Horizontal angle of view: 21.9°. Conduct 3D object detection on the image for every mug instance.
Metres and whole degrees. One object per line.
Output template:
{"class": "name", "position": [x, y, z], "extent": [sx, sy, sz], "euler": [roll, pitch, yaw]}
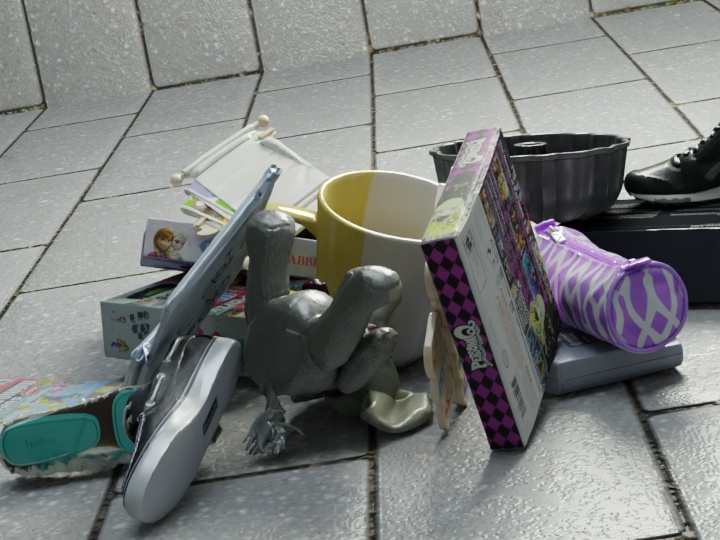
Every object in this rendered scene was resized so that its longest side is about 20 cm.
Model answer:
{"class": "mug", "position": [0.009, 0.000, 1.724], "extent": [0.186, 0.154, 0.149], "euler": [26, 31, 28]}

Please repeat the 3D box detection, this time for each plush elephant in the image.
{"class": "plush elephant", "position": [-0.016, 0.066, 1.587], "extent": [0.164, 0.201, 0.155], "euler": [19, 7, 37]}

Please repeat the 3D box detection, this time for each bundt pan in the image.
{"class": "bundt pan", "position": [0.170, -0.089, 1.845], "extent": [0.201, 0.076, 0.202], "euler": [-4, 11, 1]}

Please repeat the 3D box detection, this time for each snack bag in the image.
{"class": "snack bag", "position": [-0.143, 0.017, 1.624], "extent": [0.189, 0.021, 0.200], "euler": [-54, -4, -32]}

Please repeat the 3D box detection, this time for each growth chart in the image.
{"class": "growth chart", "position": [-0.109, -0.079, 1.843], "extent": [0.144, 0.018, 0.200], "euler": [-32, 42, -13]}

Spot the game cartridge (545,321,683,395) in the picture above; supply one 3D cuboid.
{"class": "game cartridge", "position": [0.194, 0.062, 1.669], "extent": [0.133, 0.041, 0.200], "euler": [-8, 14, -8]}

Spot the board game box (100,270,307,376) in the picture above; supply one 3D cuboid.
{"class": "board game box", "position": [-0.133, 0.050, 1.831], "extent": [0.199, 0.065, 0.147], "euler": [5, 16, 32]}

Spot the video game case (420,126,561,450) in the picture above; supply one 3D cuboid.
{"class": "video game case", "position": [0.110, 0.013, 1.506], "extent": [0.036, 0.200, 0.181], "euler": [-8, 30, 22]}

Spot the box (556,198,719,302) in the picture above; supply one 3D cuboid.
{"class": "box", "position": [0.299, -0.021, 1.826], "extent": [0.199, 0.079, 0.141], "euler": [-1, 12, 29]}

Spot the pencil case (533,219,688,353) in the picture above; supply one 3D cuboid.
{"class": "pencil case", "position": [0.208, 0.011, 1.616], "extent": [0.084, 0.086, 0.200], "euler": [-14, 16, -18]}

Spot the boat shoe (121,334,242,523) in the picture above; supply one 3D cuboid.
{"class": "boat shoe", "position": [-0.160, 0.122, 1.503], "extent": [0.068, 0.072, 0.200], "euler": [11, 44, 13]}

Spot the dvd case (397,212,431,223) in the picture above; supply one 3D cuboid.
{"class": "dvd case", "position": [0.051, -0.033, 1.870], "extent": [0.142, 0.018, 0.200], "euler": [-1, -12, 23]}

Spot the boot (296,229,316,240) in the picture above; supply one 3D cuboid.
{"class": "boot", "position": [-0.042, -0.063, 1.936], "extent": [0.199, 0.073, 0.151], "euler": [3, -6, 13]}

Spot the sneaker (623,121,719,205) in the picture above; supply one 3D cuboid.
{"class": "sneaker", "position": [0.358, -0.117, 1.838], "extent": [0.199, 0.088, 0.076], "euler": [-5, 14, 14]}

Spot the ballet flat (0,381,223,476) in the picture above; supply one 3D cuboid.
{"class": "ballet flat", "position": [-0.213, 0.138, 1.598], "extent": [0.199, 0.072, 0.072], "euler": [-7, 15, 5]}

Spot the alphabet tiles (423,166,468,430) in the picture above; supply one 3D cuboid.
{"class": "alphabet tiles", "position": [0.078, 0.022, 1.550], "extent": [0.015, 0.200, 0.196], "euler": [2, 55, 12]}

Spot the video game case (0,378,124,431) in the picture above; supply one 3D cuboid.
{"class": "video game case", "position": [-0.317, 0.135, 1.759], "extent": [0.199, 0.018, 0.143], "euler": [0, 17, 31]}

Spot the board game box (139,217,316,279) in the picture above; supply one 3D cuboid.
{"class": "board game box", "position": [-0.129, -0.016, 1.941], "extent": [0.199, 0.041, 0.200], "euler": [7, -4, -7]}
